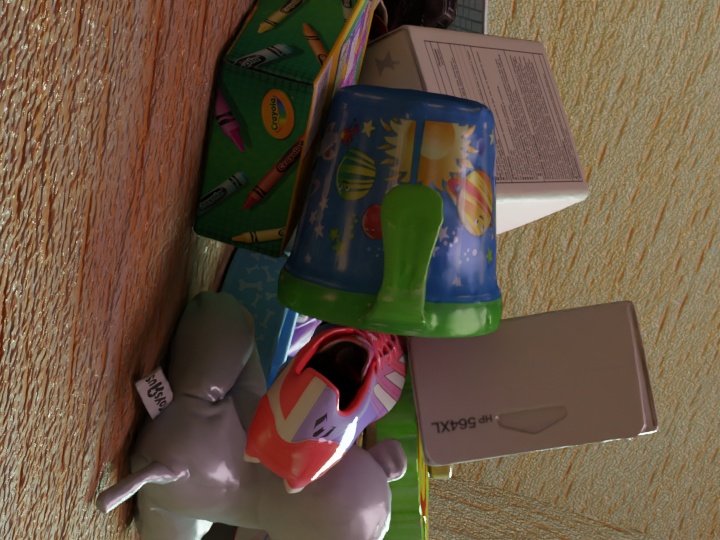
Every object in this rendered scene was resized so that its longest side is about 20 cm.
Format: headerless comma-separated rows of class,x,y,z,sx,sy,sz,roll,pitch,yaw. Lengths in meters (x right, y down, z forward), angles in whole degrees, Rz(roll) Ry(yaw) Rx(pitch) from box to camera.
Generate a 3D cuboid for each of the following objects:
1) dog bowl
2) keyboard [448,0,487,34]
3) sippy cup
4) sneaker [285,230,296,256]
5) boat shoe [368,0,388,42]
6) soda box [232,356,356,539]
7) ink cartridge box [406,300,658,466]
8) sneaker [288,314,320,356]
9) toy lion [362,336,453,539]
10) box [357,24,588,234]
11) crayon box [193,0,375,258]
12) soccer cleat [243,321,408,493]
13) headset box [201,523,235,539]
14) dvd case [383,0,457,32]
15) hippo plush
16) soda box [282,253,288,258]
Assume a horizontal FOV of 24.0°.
dog bowl,-0.086,0.079,1.231,0.111,0.049,0.202,-53,158,-79
keyboard,0.050,-0.213,1.394,0.200,0.011,0.057,31,-49,57
sippy cup,0.024,-0.039,0.993,0.177,0.138,0.132,19,-75,51
sneaker,0.000,0.000,1.261,0.200,0.071,0.074,36,83,-43
boat shoe,-0.010,-0.177,1.201,0.200,0.062,0.072,99,6,-68
soda box,-0.050,0.170,1.233,0.063,0.069,0.203,-49,153,-83
ink cartridge box,0.116,0.074,1.109,0.200,0.144,0.085,30,51,-81
sneaker,-0.015,0.049,1.365,0.199,0.080,0.090,-23,100,-48
toy lion,0.030,0.143,1.155,0.192,0.068,0.202,80,9,-65
box,0.062,-0.093,1.229,0.199,0.108,0.129,-5,76,-55
crayon box,-0.041,-0.114,1.043,0.201,0.058,0.120,-68,173,-55
soccer cleat,-0.006,0.056,0.979,0.077,0.066,0.200,-56,175,28
headset box,-0.074,0.131,1.419,0.201,0.074,0.150,-69,173,-54
dvd case,0.036,-0.231,1.326,0.149,0.016,0.202,-40,-147,47
hippo plush,-0.051,0.108,1.039,0.200,0.159,0.161,93,14,-74
soda box,-0.034,-0.041,1.387,0.200,0.063,0.069,-56,162,-79
